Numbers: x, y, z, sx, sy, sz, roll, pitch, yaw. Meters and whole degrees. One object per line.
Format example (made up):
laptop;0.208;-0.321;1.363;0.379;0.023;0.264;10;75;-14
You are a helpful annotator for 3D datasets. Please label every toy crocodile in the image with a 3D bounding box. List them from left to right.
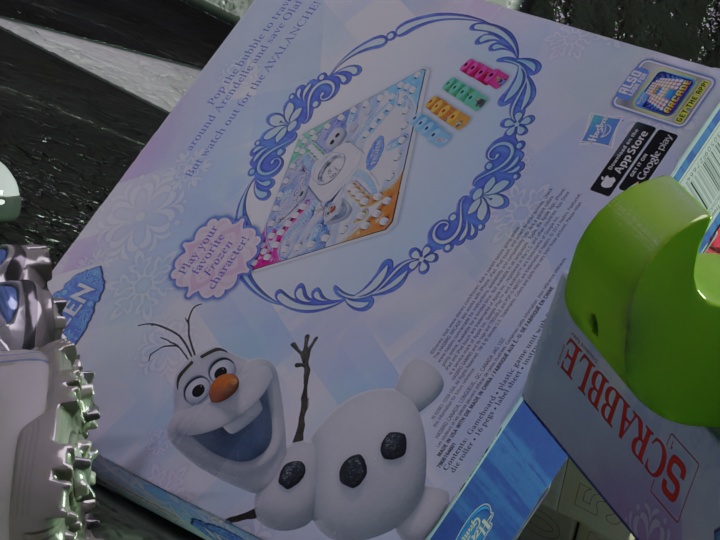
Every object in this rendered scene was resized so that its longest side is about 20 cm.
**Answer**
toy crocodile;0.139;0.024;0.613;0.200;0.062;0.068;11;23;-12

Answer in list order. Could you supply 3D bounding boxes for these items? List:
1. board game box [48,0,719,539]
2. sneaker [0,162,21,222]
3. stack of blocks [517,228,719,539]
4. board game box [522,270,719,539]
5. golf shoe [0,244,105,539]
board game box;0.000;0.000;0.897;0.199;0.200;0.043;23;-20;40
sneaker;-0.234;-0.106;1.315;0.201;0.108;0.067;26;8;17
stack of blocks;0.100;0.043;0.995;0.059;0.200;0.115;28;47;18
board game box;0.168;0.070;0.665;0.199;0.041;0.200;6;25;-25
golf shoe;-0.126;0.051;0.806;0.097;0.078;0.200;-4;15;-13
